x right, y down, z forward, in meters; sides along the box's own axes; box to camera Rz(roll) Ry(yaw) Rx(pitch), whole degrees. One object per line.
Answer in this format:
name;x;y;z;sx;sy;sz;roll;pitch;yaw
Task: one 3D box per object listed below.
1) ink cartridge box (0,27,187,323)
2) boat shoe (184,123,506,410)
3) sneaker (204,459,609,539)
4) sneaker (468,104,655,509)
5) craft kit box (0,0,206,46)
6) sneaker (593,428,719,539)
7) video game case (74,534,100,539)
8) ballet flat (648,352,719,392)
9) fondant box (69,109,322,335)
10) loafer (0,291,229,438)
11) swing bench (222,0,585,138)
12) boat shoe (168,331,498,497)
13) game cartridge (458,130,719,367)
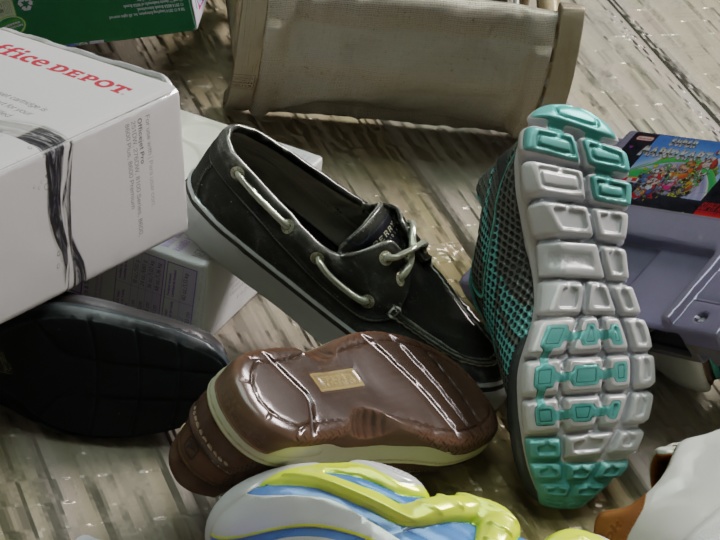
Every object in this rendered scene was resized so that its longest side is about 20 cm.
ink cartridge box;-0.202;-0.039;1.316;0.144;0.085;0.200;20;35;37
boat shoe;0.000;0.000;1.385;0.200;0.064;0.071;33;36;-4
sneaker;0.028;0.145;1.191;0.199;0.076;0.105;8;31;-2
sneaker;0.094;0.023;1.365;0.077;0.091;0.201;9;73;-24
craft kit box;-0.186;-0.195;1.694;0.199;0.049;0.198;-6;31;10
sneaker;0.190;0.089;1.297;0.200;0.073;0.085;-29;40;-34
video game case;-0.117;0.188;1.137;0.143;0.018;0.200;23;33;22
ballet flat;0.159;0.005;1.481;0.069;0.070;0.200;7;35;-2
fondant box;-0.141;-0.040;1.480;0.199;0.058;0.144;18;32;18
loafer;-0.160;0.033;1.340;0.199;0.073;0.072;9;27;-1
swing bench;0.020;-0.159;1.660;0.198;0.130;0.200;6;35;-6
boat shoe;-0.017;0.076;1.299;0.202;0.075;0.075;7;45;-51
game cartridge;0.156;-0.017;1.421;0.200;0.038;0.130;12;56;52
